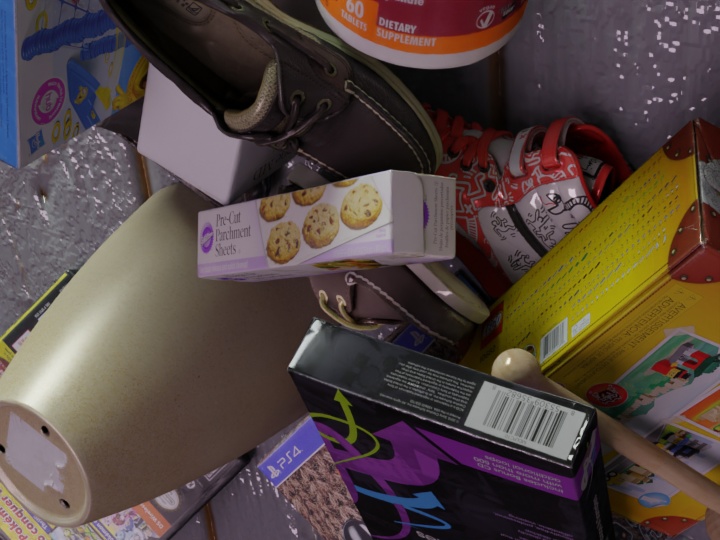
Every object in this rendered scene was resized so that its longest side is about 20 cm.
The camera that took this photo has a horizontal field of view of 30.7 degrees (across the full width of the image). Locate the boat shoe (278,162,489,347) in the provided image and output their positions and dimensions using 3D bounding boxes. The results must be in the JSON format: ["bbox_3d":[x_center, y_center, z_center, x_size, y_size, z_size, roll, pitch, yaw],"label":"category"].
[{"bbox_3d":[0.000,0.000,0.734,0.072,0.060,0.200,37,-179,-37],"label":"boat shoe"}]

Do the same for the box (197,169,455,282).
[{"bbox_3d":[-0.024,-0.019,0.677,0.199,0.038,0.042,-5,82,57],"label":"box"}]

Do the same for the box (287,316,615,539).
[{"bbox_3d":[0.054,0.108,0.651,0.142,0.036,0.201,16,152,25],"label":"box"}]

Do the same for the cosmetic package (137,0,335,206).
[{"bbox_3d":[-0.055,-0.147,0.715,0.071,0.101,0.201,31,133,16],"label":"cosmetic package"}]

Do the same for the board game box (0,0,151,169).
[{"bbox_3d":[-0.131,-0.184,0.683,0.056,0.196,0.201,27,131,20],"label":"board game box"}]

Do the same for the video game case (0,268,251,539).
[{"bbox_3d":[-0.214,0.133,0.996,0.181,0.026,0.200,-44,87,4],"label":"video game case"}]

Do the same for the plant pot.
[{"bbox_3d":[-0.144,0.069,0.854,0.186,0.200,0.189,19,128,27],"label":"plant pot"}]

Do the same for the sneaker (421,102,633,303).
[{"bbox_3d":[0.068,-0.060,0.704,0.201,0.067,0.108,43,134,2],"label":"sneaker"}]

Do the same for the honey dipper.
[{"bbox_3d":[0.141,0.090,0.622,0.199,0.038,0.038,33,140,-23],"label":"honey dipper"}]

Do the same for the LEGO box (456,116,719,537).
[{"bbox_3d":[0.159,0.039,0.646,0.148,0.078,0.200,24,138,-19],"label":"LEGO box"}]

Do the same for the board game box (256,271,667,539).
[{"bbox_3d":[0.063,0.134,0.809,0.200,0.097,0.160,46,135,3],"label":"board game box"}]

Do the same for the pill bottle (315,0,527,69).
[{"bbox_3d":[0.038,-0.199,0.583,0.109,0.110,0.201,30,143,18],"label":"pill bottle"}]

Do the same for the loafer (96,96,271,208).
[{"bbox_3d":[-0.142,-0.104,0.829,0.200,0.072,0.073,44,134,5],"label":"loafer"}]

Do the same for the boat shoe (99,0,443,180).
[{"bbox_3d":[-0.046,-0.090,0.641,0.199,0.065,0.073,34,129,-15],"label":"boat shoe"}]
